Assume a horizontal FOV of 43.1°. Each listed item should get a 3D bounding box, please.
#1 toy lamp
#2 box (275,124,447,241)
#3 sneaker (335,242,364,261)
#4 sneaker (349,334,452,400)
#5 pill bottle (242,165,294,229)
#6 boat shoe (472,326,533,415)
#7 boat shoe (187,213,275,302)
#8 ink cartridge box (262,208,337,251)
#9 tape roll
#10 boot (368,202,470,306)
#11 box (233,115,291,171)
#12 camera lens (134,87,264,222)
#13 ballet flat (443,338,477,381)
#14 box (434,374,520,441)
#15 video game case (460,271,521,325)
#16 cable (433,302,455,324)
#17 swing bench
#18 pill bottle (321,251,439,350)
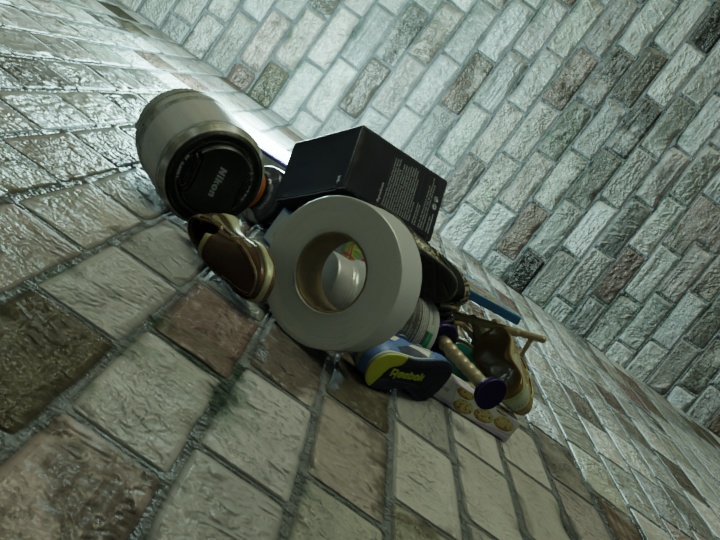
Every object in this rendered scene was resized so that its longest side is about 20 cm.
[{"bbox_3d":[0.149,0.131,1.375,0.058,0.058,0.200,29,11,-37],"label":"toy lamp"},{"bbox_3d":[0.001,-0.133,1.522,0.200,0.118,0.197,28,-19,-34],"label":"box"},{"bbox_3d":[0.000,0.000,1.444,0.078,0.090,0.200,47,34,-32],"label":"sneaker"},{"bbox_3d":[0.058,0.127,1.280,0.082,0.074,0.200,42,10,39],"label":"sneaker"},{"bbox_3d":[-0.143,-0.120,1.620,0.200,0.106,0.106,24,16,-48],"label":"pill bottle"},{"bbox_3d":[0.233,0.164,1.478,0.066,0.074,0.200,55,15,-24],"label":"boat shoe"},{"bbox_3d":[-0.178,-0.019,1.189,0.075,0.075,0.202,13,16,-33],"label":"boat shoe"},{"bbox_3d":[-0.058,-0.024,1.576,0.200,0.068,0.116,25,16,-50],"label":"ink cartridge box"},{"bbox_3d":[-0.024,0.005,1.188,0.202,0.203,0.071,41,12,24],"label":"tape roll"},{"bbox_3d":[0.084,-0.017,1.427,0.204,0.074,0.154,43,7,19],"label":"boot"},{"bbox_3d":[-0.200,-0.198,1.784,0.184,0.105,0.200,32,12,-22],"label":"box"},{"bbox_3d":[-0.244,-0.173,1.367,0.160,0.160,0.200,28,13,-38],"label":"camera lens"},{"bbox_3d":[0.129,0.128,1.524,0.200,0.071,0.071,26,14,-36],"label":"ballet flat"},{"bbox_3d":[0.155,0.194,1.392,0.200,0.041,0.039,34,10,-17],"label":"box"},{"bbox_3d":[0.190,0.028,1.627,0.143,0.018,0.200,27,9,-22],"label":"video game case"},{"bbox_3d":[0.077,0.066,1.523,0.163,0.051,0.200,13,-8,10],"label":"cable"},{"bbox_3d":[0.209,0.116,1.685,0.200,0.130,0.199,35,9,26],"label":"swing bench"},{"bbox_3d":[0.011,0.055,1.326,0.200,0.113,0.113,31,12,-33],"label":"pill bottle"}]
